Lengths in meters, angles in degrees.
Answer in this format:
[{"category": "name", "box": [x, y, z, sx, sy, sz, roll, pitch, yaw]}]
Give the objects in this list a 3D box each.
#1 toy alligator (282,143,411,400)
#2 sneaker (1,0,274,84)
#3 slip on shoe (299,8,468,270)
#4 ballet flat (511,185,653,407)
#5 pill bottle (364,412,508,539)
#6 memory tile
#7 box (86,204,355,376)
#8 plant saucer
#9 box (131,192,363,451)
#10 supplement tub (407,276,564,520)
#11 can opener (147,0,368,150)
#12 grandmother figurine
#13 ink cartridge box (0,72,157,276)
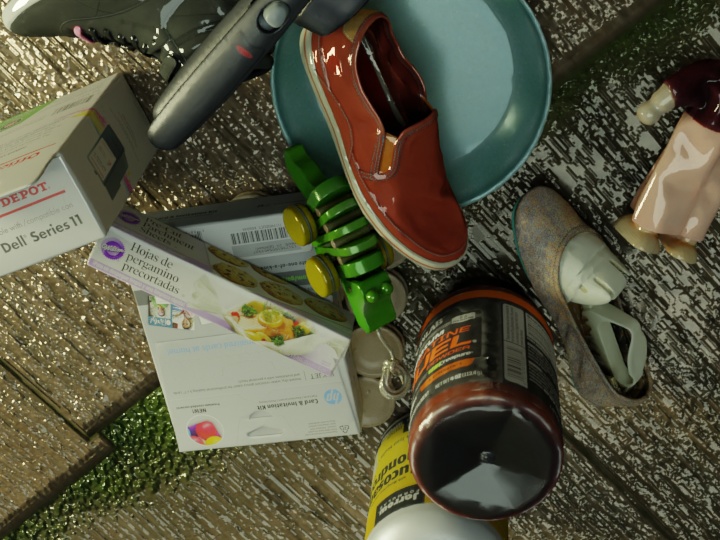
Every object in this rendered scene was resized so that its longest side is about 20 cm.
[{"category": "toy alligator", "box": [0.000, 0.000, 0.874, 0.059, 0.054, 0.201, -26, 95, -23]}, {"category": "sneaker", "box": [-0.149, -0.160, 0.850, 0.199, 0.071, 0.100, -9, 90, 7]}, {"category": "slip on shoe", "box": [0.026, -0.087, 0.839, 0.061, 0.074, 0.201, -3, 120, 47]}, {"category": "ballet flat", "box": [0.177, 0.023, 0.924, 0.067, 0.068, 0.201, 14, 140, 50]}, {"category": "pill bottle", "box": [0.060, 0.204, 0.961, 0.111, 0.200, 0.113, 2, 118, 4]}, {"category": "memory tile", "box": [-0.037, 0.034, 0.987, 0.152, 0.017, 0.201, 6, 117, 3]}, {"category": "box", "box": [-0.100, 0.015, 0.906, 0.199, 0.041, 0.039, 26, 115, -7]}, {"category": "plant saucer", "box": [0.036, -0.137, 0.878, 0.199, 0.036, 0.201, 2, 118, 4]}, {"category": "box", "box": [-0.090, 0.044, 0.965, 0.155, 0.041, 0.201, -7, 115, 10]}, {"category": "supplement tub", "box": [0.090, 0.081, 0.893, 0.106, 0.200, 0.108, 2, 117, 4]}, {"category": "can opener", "box": [-0.068, -0.148, 0.775, 0.079, 0.063, 0.200, 42, 110, -17]}, {"category": "grandmother figurine", "box": [0.248, -0.105, 0.863, 0.121, 0.061, 0.201, 8, 119, -30]}, {"category": "ink cartridge box", "box": [-0.224, -0.057, 0.854, 0.117, 0.200, 0.068, -19, 114, 16]}]
